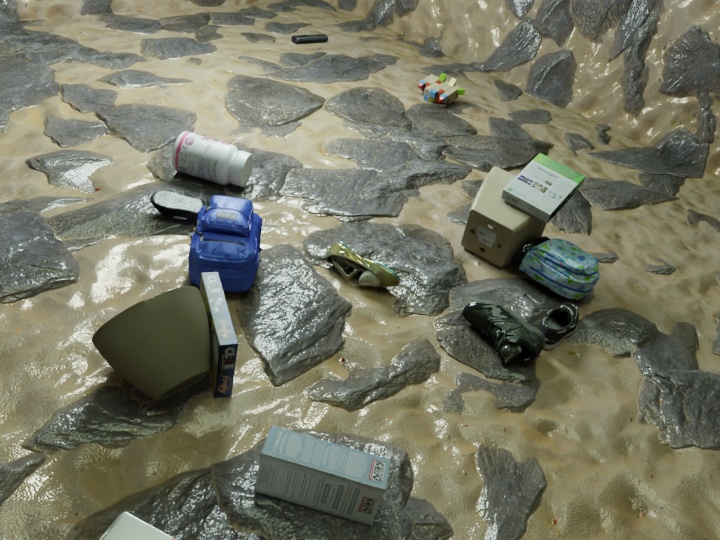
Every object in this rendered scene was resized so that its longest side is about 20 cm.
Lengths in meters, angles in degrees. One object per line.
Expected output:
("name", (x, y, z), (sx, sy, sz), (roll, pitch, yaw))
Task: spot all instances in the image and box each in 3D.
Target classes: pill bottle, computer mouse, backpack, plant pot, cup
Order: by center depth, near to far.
("cup", (-0.344, 0.141, 1.081), (0.200, 0.200, 0.144), (-22, 78, -40))
("backpack", (-0.305, -0.058, 1.362), (0.161, 0.169, 0.201), (3, 40, -4))
("computer mouse", (-0.423, -0.131, 1.525), (0.199, 0.046, 0.141), (8, 40, -19))
("backpack", (0.532, -0.008, 1.631), (0.163, 0.154, 0.200), (-13, 56, -43))
("plant pot", (0.387, -0.129, 1.696), (0.199, 0.201, 0.177), (32, 50, 22))
("pill bottle", (-0.406, -0.304, 1.699), (0.199, 0.114, 0.114), (17, 35, 2))

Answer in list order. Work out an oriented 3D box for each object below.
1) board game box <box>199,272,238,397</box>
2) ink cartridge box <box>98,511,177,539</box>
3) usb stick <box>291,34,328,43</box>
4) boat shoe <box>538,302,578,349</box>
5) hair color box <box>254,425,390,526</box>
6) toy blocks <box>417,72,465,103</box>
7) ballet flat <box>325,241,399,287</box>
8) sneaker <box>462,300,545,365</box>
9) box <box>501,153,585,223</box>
("board game box", (-0.272, 0.118, 1.158), (0.034, 0.136, 0.200), (-3, 40, -23))
("ink cartridge box", (-0.244, 0.400, 0.730), (0.145, 0.201, 0.085), (23, 41, 11))
("usb stick", (-0.238, -1.093, 2.896), (0.199, 0.033, 0.055), (-23, 43, -40))
("boat shoe", (0.485, 0.120, 1.490), (0.074, 0.061, 0.200), (35, 40, 27))
("hair color box", (-0.061, 0.327, 0.980), (0.199, 0.099, 0.061), (16, 35, 2))
("toy blocks", (0.322, -0.762, 2.611), (0.199, 0.100, 0.137), (33, 51, 23))
("ballet flat", (0.000, 0.000, 1.485), (0.199, 0.071, 0.071), (31, 38, 20))
("sneaker", (0.314, 0.141, 1.387), (0.199, 0.077, 0.114), (32, 32, 14))
("box", (0.488, -0.223, 1.637), (0.144, 0.036, 0.200), (34, 59, 24))
